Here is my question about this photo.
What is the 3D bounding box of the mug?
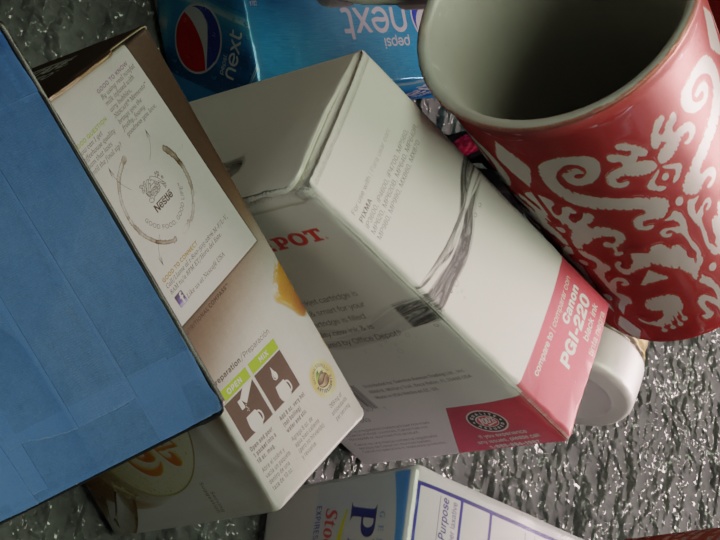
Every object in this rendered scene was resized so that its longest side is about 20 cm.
[{"bbox_3d":[0.141,-0.076,1.064,0.177,0.134,0.200,-39,138,-4],"label":"mug"}]

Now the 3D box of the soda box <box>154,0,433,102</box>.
[{"bbox_3d":[-0.009,-0.122,1.144,0.199,0.064,0.069,-9,87,-47],"label":"soda box"}]

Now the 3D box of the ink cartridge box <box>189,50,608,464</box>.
[{"bbox_3d":[0.000,0.000,1.062,0.200,0.145,0.085,42,55,-32],"label":"ink cartridge box"}]

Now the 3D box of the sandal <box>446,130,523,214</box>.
[{"bbox_3d":[0.043,-0.058,1.177,0.199,0.075,0.046,8,75,-42],"label":"sandal"}]

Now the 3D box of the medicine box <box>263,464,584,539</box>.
[{"bbox_3d":[0.045,0.214,1.086,0.199,0.102,0.184,27,61,-39],"label":"medicine box"}]

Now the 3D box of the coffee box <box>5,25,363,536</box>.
[{"bbox_3d":[-0.101,0.008,0.978,0.080,0.114,0.201,-45,113,-43],"label":"coffee box"}]

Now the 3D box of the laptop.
[{"bbox_3d":[-0.189,0.041,0.872,0.200,0.115,0.188,-44,111,-42],"label":"laptop"}]

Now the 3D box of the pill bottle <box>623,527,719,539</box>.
[{"bbox_3d":[0.155,0.171,0.991,0.112,0.199,0.113,14,71,-44],"label":"pill bottle"}]

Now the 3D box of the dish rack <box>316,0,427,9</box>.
[{"bbox_3d":[-0.014,-0.192,1.112,0.171,0.044,0.200,-8,46,-48],"label":"dish rack"}]

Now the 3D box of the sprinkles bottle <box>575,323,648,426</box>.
[{"bbox_3d":[0.147,-0.010,1.278,0.068,0.068,0.201,43,52,-30],"label":"sprinkles bottle"}]
